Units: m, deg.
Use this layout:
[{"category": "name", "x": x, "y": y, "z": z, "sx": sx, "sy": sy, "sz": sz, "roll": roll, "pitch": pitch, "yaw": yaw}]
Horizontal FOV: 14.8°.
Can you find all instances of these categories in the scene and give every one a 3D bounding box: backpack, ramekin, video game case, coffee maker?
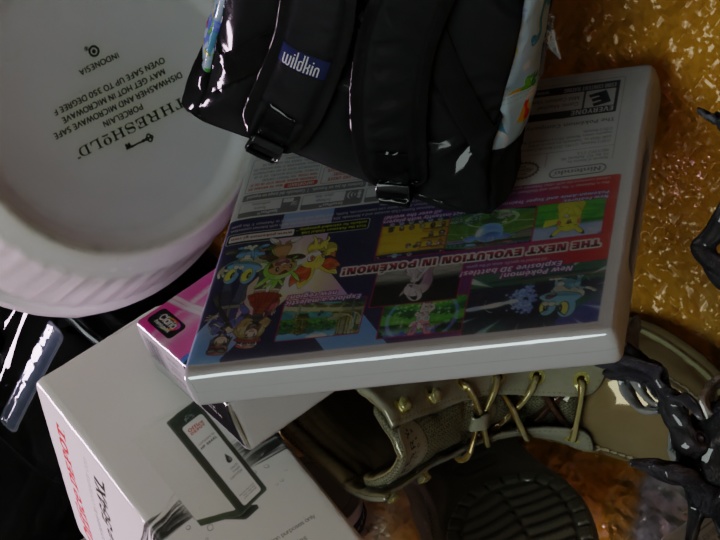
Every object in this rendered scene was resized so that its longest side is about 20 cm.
[{"category": "backpack", "x": 0.018, "y": -0.150, "z": 1.210, "sx": 0.162, "sy": 0.154, "sz": 0.201, "roll": 18, "pitch": 138, "yaw": 12}, {"category": "ramekin", "x": -0.136, "y": -0.081, "z": 1.364, "sx": 0.203, "sy": 0.202, "sz": 0.094, "roll": 67, "pitch": 158, "yaw": -5}, {"category": "video game case", "x": 0.031, "y": -0.017, "z": 1.256, "sx": 0.199, "sy": 0.183, "sz": 0.023, "roll": -6, "pitch": 131, "yaw": 19}, {"category": "coffee maker", "x": -0.145, "y": 0.071, "z": 1.506, "sx": 0.191, "sy": 0.135, "sz": 0.200, "roll": 29, "pitch": 128, "yaw": -6}]

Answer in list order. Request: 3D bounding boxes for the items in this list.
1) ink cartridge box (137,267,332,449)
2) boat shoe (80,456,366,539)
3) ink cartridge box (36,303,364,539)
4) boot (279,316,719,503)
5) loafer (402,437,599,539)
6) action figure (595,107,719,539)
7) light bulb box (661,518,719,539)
[{"category": "ink cartridge box", "x": 0.000, "y": 0.000, "z": 1.299, "sx": 0.095, "sy": 0.200, "sz": 0.037, "roll": 36, "pitch": 153, "yaw": 51}, {"category": "boat shoe", "x": -0.088, "y": 0.165, "z": 1.454, "sx": 0.073, "sy": 0.199, "sz": 0.063, "roll": 58, "pitch": 165, "yaw": 36}, {"category": "ink cartridge box", "x": -0.065, "y": 0.137, "z": 1.342, "sx": 0.200, "sy": 0.084, "sz": 0.146, "roll": 48, "pitch": 160, "yaw": 32}, {"category": "boot", "x": 0.066, "y": 0.066, "z": 1.313, "sx": 0.199, "sy": 0.154, "sz": 0.072, "roll": 23, "pitch": 121, "yaw": 29}, {"category": "loafer", "x": 0.069, "y": 0.131, "z": 1.358, "sx": 0.200, "sy": 0.075, "sz": 0.069, "roll": -119, "pitch": 12, "yaw": -55}, {"category": "action figure", "x": 0.170, "y": 0.034, "z": 1.248, "sx": 0.102, "sy": 0.118, "sz": 0.201, "roll": 30, "pitch": 108, "yaw": 63}, {"category": "light bulb box", "x": 0.146, "y": 0.228, "z": 1.292, "sx": 0.125, "sy": 0.198, "sz": 0.200, "roll": 41, "pitch": 126, "yaw": 18}]
